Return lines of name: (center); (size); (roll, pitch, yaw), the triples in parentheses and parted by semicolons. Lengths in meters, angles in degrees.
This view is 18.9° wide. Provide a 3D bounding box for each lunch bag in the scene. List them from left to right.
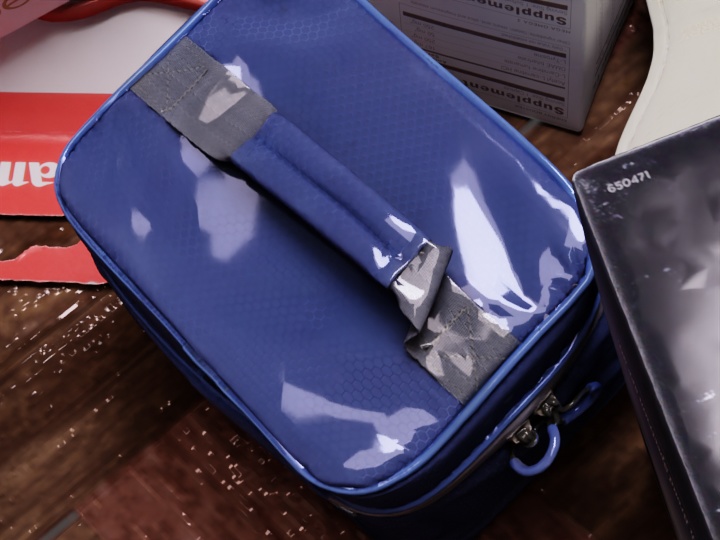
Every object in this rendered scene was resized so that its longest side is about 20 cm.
lunch bag: (0.000, 0.000, 0.743); (0.136, 0.132, 0.200); (-47, 65, -2)

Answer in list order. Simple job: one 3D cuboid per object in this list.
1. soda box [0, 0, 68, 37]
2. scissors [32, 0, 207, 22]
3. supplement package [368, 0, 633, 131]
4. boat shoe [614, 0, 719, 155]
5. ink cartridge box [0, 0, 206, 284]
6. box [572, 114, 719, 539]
soda box: (-0.164, -0.125, 0.837); (0.199, 0.064, 0.068); (-28, 71, 6)
scissors: (-0.048, -0.115, 0.856); (0.199, 0.014, 0.073); (15, 75, 11)
supplement package: (0.053, -0.164, 0.816); (0.109, 0.200, 0.114); (18, 61, 14)
boat shoe: (0.139, -0.060, 0.810); (0.072, 0.060, 0.202); (-15, 49, 31)
ink cartridge box: (-0.136, -0.092, 0.879); (0.160, 0.050, 0.201); (1, 57, 6)
box: (0.160, 0.078, 0.655); (0.123, 0.199, 0.201); (-20, 59, 5)
